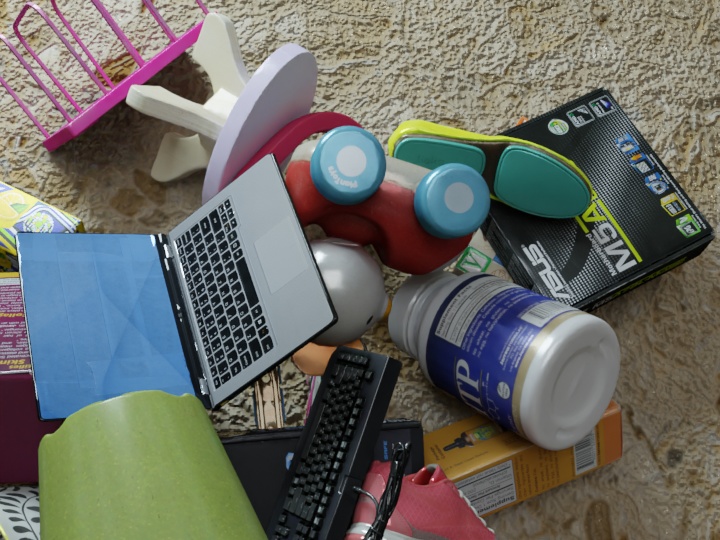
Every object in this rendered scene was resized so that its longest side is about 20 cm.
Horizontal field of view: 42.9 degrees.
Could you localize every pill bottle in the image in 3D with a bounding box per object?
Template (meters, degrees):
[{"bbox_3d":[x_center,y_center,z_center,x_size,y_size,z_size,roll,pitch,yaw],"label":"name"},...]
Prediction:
[{"bbox_3d":[0.121,0.068,0.834,0.120,0.120,0.199,-41,38,-20],"label":"pill bottle"}]

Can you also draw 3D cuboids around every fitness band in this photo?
[{"bbox_3d":[-0.054,-0.068,0.925,0.200,0.037,0.144,-49,116,-23],"label":"fitness band"}]

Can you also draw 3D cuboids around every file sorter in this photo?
[{"bbox_3d":[-0.273,-0.240,0.951,0.200,0.139,0.126,-44,110,-21],"label":"file sorter"}]

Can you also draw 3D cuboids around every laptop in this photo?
[{"bbox_3d":[-0.150,0.004,0.718,0.199,0.116,0.188,-35,52,16],"label":"laptop"}]

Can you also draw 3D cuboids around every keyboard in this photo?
[{"bbox_3d":[-0.015,0.159,0.686,0.126,0.021,0.202,8,75,46],"label":"keyboard"}]

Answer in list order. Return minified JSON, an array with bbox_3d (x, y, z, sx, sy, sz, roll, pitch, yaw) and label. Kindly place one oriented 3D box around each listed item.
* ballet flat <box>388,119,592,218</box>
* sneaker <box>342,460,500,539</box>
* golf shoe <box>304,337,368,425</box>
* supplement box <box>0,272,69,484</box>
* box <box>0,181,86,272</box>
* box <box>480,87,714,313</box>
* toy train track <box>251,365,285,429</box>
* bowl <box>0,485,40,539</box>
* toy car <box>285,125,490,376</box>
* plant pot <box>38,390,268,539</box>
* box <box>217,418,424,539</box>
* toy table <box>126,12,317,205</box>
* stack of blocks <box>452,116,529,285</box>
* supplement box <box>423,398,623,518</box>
[{"bbox_3d":[0.124,-0.104,0.873,0.198,0.067,0.067,14,29,-2],"label":"ballet flat"},{"bbox_3d":[0.071,0.204,0.740,0.199,0.073,0.088,27,64,-41],"label":"sneaker"},{"bbox_3d":[-0.020,0.151,0.837,0.072,0.092,0.202,-1,66,-7],"label":"golf shoe"},{"bbox_3d":[-0.293,0.084,0.787,0.129,0.104,0.200,0,22,-4],"label":"supplement box"},{"bbox_3d":[-0.373,-0.050,0.917,0.198,0.070,0.065,24,63,7],"label":"box"},{"bbox_3d":[0.216,-0.066,0.916,0.192,0.048,0.201,-23,68,-16],"label":"box"},{"bbox_3d":[-0.080,0.133,0.813,0.113,0.033,0.202,-6,82,-8],"label":"toy train track"},{"bbox_3d":[-0.241,0.249,0.739,0.094,0.201,0.201,-23,66,-38],"label":"bowl"},{"bbox_3d":[0.000,0.000,0.812,0.175,0.184,0.202,18,85,-9],"label":"toy car"},{"bbox_3d":[-0.141,0.192,0.628,0.198,0.201,0.191,-16,63,-12],"label":"plant pot"},{"bbox_3d":[-0.041,0.230,0.761,0.196,0.050,0.203,0,87,-21],"label":"box"},{"bbox_3d":[-0.137,-0.155,0.936,0.117,0.184,0.201,32,99,17],"label":"toy table"},{"bbox_3d":[0.167,-0.051,0.964,0.115,0.059,0.201,31,66,10],"label":"stack of blocks"},{"bbox_3d":[0.140,0.167,0.846,0.198,0.069,0.067,-17,30,-13],"label":"supplement box"}]
